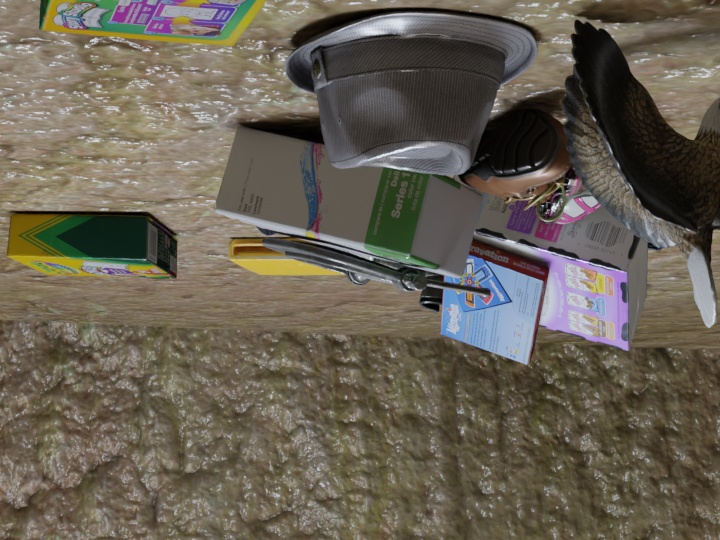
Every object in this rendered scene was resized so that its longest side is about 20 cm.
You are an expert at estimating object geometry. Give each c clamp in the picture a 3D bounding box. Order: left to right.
[{"bbox_3d":[0.000,0.000,1.619,0.170,0.027,0.200,14,179,-26],"label":"c clamp"}]

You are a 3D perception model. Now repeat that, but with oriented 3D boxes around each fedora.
[{"bbox_3d":[0.035,-0.117,1.269,0.176,0.091,0.200,5,172,-30],"label":"fedora"}]

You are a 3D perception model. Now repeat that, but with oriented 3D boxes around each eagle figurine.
[{"bbox_3d":[0.217,-0.076,1.233,0.199,0.152,0.151,26,-141,6],"label":"eagle figurine"}]

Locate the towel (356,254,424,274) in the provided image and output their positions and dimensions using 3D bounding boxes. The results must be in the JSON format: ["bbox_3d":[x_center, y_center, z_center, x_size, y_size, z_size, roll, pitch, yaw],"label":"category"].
[{"bbox_3d":[-0.012,-0.033,1.931,0.192,0.035,0.199,23,-174,31],"label":"towel"}]

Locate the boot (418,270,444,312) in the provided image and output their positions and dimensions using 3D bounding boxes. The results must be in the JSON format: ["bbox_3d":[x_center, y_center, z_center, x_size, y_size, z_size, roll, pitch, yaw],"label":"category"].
[{"bbox_3d":[0.074,-0.026,1.846,0.067,0.132,0.199,-4,171,33],"label":"boot"}]

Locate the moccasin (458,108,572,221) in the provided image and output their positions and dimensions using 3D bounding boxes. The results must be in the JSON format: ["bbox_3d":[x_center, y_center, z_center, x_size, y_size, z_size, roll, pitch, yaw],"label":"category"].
[{"bbox_3d":[0.144,-0.087,1.504,0.077,0.074,0.201,28,167,-10],"label":"moccasin"}]

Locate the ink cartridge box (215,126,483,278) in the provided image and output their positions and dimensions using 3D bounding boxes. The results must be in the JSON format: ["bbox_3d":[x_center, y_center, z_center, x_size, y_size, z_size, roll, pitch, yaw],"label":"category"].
[{"bbox_3d":[-0.010,-0.062,1.589,0.198,0.085,0.145,14,178,23],"label":"ink cartridge box"}]

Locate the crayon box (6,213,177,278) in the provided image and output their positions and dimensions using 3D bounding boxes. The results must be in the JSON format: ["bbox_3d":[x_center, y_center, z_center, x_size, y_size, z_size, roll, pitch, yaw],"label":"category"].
[{"bbox_3d":[-0.330,-0.028,2.185,0.171,0.059,0.200,0,173,5],"label":"crayon box"}]

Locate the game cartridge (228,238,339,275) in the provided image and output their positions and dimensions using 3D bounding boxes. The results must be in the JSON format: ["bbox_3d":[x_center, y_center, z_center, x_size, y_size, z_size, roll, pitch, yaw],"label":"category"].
[{"bbox_3d":[-0.073,-0.018,2.373,0.175,0.033,0.200,0,175,8],"label":"game cartridge"}]

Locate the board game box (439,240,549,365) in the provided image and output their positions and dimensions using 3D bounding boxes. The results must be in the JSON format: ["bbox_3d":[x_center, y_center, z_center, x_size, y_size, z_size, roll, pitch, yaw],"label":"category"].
[{"bbox_3d":[0.134,0.032,1.783,0.102,0.020,0.200,19,155,9],"label":"board game box"}]

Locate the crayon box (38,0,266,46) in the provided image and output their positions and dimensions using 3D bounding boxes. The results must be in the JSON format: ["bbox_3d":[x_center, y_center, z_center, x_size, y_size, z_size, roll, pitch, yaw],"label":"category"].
[{"bbox_3d":[-0.108,-0.175,0.950,0.118,0.059,0.200,3,173,-14],"label":"crayon box"}]

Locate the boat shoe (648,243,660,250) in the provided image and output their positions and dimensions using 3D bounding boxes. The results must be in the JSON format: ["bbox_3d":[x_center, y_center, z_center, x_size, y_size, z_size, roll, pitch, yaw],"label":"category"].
[{"bbox_3d":[0.235,-0.059,1.798,0.198,0.069,0.084,6,174,-15],"label":"boat shoe"}]

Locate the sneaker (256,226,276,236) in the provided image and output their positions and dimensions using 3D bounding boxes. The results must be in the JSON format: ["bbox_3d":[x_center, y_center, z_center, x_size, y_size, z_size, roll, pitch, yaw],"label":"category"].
[{"bbox_3d":[-0.023,-0.079,1.767,0.082,0.071,0.199,-15,-171,-42],"label":"sneaker"}]

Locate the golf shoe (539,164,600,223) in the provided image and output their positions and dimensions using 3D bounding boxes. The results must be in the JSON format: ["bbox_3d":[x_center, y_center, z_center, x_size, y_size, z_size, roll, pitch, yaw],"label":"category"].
[{"bbox_3d":[0.213,-0.083,1.600,0.091,0.073,0.200,0,173,-6],"label":"golf shoe"}]

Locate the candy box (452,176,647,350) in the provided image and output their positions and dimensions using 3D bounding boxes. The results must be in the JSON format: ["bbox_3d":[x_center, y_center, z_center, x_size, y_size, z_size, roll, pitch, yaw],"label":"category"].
[{"bbox_3d":[0.184,-0.011,1.762,0.198,0.072,0.168,16,154,17],"label":"candy box"}]
